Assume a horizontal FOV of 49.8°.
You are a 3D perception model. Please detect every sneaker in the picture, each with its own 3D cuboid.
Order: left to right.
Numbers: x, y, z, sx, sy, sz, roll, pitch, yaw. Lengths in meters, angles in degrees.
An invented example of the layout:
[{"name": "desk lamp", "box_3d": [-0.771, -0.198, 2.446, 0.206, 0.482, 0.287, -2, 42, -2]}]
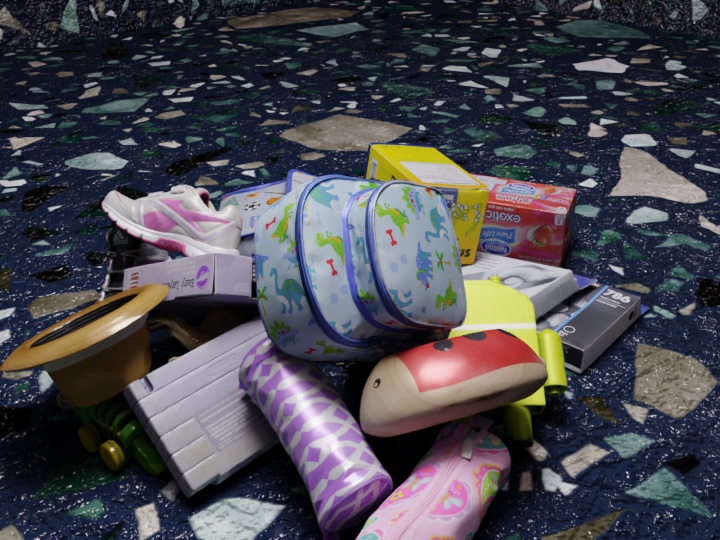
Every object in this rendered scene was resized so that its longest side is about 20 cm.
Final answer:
[{"name": "sneaker", "box_3d": [-0.320, -0.011, 1.037, 0.076, 0.142, 0.201, -4, 26, 10]}, {"name": "sneaker", "box_3d": [-0.231, -0.067, 0.985, 0.197, 0.090, 0.081, 21, -6, 7]}]

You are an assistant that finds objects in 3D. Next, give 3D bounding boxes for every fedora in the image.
[{"name": "fedora", "box_3d": [-0.274, 0.085, 0.814, 0.198, 0.083, 0.201, -24, 12, 5]}]

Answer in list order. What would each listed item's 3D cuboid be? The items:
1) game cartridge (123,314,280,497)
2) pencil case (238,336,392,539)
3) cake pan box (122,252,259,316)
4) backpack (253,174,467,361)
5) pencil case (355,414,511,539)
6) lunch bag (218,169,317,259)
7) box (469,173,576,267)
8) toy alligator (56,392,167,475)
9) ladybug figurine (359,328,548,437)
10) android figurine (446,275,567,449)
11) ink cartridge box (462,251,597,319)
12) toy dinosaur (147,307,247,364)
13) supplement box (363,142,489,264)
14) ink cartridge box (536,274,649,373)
[{"name": "game cartridge", "box_3d": [-0.132, 0.134, 0.819, 0.198, 0.038, 0.131, -27, 81, -40]}, {"name": "pencil case", "box_3d": [-0.050, 0.151, 0.741, 0.084, 0.086, 0.201, 33, 15, -52]}, {"name": "cake pan box", "box_3d": [-0.155, 0.022, 0.925, 0.198, 0.053, 0.182, -8, -10, 44]}, {"name": "backpack", "box_3d": [0.003, -0.006, 0.764, 0.198, 0.187, 0.146, 1, -14, -44]}, {"name": "pencil case", "box_3d": [0.064, 0.213, 0.686, 0.086, 0.089, 0.199, 16, 34, 29]}, {"name": "lunch bag", "box_3d": [-0.105, -0.059, 1.115, 0.196, 0.126, 0.171, -12, 30, 3]}, {"name": "box", "box_3d": [0.224, -0.079, 1.196, 0.196, 0.097, 0.100, 11, 31, 20]}, {"name": "toy alligator", "box_3d": [-0.275, 0.155, 0.831, 0.198, 0.055, 0.059, 23, 36, 36]}, {"name": "ladybug figurine", "box_3d": [0.088, 0.104, 0.744, 0.196, 0.073, 0.136, -11, -12, -21]}, {"name": "android figurine", "box_3d": [0.134, 0.094, 0.851, 0.178, 0.041, 0.203, -3, 60, 1]}, {"name": "ink cartridge box", "box_3d": [0.180, 0.016, 1.039, 0.198, 0.041, 0.198, -26, 25, -34]}, {"name": "toy dinosaur", "box_3d": [-0.145, 0.094, 0.881, 0.196, 0.058, 0.103, 12, 68, -18]}, {"name": "supplement box", "box_3d": [0.083, -0.099, 1.102, 0.107, 0.112, 0.200, 0, 24, -20]}, {"name": "ink cartridge box", "box_3d": [0.292, 0.057, 1.009, 0.098, 0.040, 0.199, 21, 35, 36]}]
